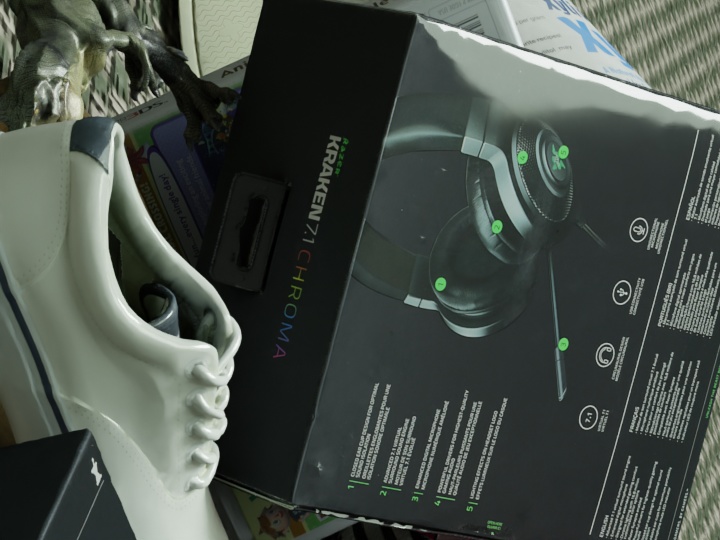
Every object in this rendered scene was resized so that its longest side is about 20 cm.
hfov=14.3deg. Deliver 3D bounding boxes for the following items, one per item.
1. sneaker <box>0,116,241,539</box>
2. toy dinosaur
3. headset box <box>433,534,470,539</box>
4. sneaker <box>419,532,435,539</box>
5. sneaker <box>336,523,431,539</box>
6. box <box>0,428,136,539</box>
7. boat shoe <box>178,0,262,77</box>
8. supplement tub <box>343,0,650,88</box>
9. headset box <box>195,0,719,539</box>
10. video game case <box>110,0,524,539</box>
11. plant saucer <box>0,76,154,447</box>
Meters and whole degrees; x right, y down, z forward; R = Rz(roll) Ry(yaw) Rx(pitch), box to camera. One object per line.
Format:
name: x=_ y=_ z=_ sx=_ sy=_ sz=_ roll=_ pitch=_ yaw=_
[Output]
sneaker: x=-0.072 y=0.040 z=0.925 sx=0.073 sy=0.071 sz=0.200 roll=-78 pitch=150 yaw=-54
toy dinosaur: x=-0.093 y=-0.085 z=1.011 sx=0.088 sy=0.047 sz=0.200 roll=36 pitch=21 yaw=-29
headset box: x=0.031 y=0.223 z=1.114 sx=0.200 sy=0.077 sz=0.149 roll=-73 pitch=179 yaw=-60
sneaker: x=0.024 y=0.060 z=1.276 sx=0.081 sy=0.075 sz=0.200 roll=31 pitch=5 yaw=-16
sneaker: x=0.054 y=0.174 z=1.331 sx=0.116 sy=0.075 sz=0.200 roll=-66 pitch=139 yaw=-66
box: x=-0.110 y=0.162 z=0.831 sx=0.200 sy=0.079 sz=0.141 roll=-70 pitch=146 yaw=-59
boat shoe: x=-0.040 y=-0.051 z=1.249 sx=0.068 sy=0.072 sz=0.201 roll=145 pitch=-72 yaw=-68
supplement tub: x=0.062 y=-0.062 z=1.301 sx=0.200 sy=0.132 sz=0.132 roll=52 pitch=2 yaw=34
headset box: x=0.035 y=0.006 z=1.034 sx=0.200 sy=0.093 sz=0.175 roll=12 pitch=92 yaw=-38
video game case: x=0.000 y=0.000 z=1.126 sx=0.022 sy=0.182 sz=0.200 roll=-122 pitch=-172 yaw=-63
plant saucer: x=-0.109 y=0.034 z=0.992 sx=0.200 sy=0.035 sz=0.201 roll=-13 pitch=90 yaw=-72
